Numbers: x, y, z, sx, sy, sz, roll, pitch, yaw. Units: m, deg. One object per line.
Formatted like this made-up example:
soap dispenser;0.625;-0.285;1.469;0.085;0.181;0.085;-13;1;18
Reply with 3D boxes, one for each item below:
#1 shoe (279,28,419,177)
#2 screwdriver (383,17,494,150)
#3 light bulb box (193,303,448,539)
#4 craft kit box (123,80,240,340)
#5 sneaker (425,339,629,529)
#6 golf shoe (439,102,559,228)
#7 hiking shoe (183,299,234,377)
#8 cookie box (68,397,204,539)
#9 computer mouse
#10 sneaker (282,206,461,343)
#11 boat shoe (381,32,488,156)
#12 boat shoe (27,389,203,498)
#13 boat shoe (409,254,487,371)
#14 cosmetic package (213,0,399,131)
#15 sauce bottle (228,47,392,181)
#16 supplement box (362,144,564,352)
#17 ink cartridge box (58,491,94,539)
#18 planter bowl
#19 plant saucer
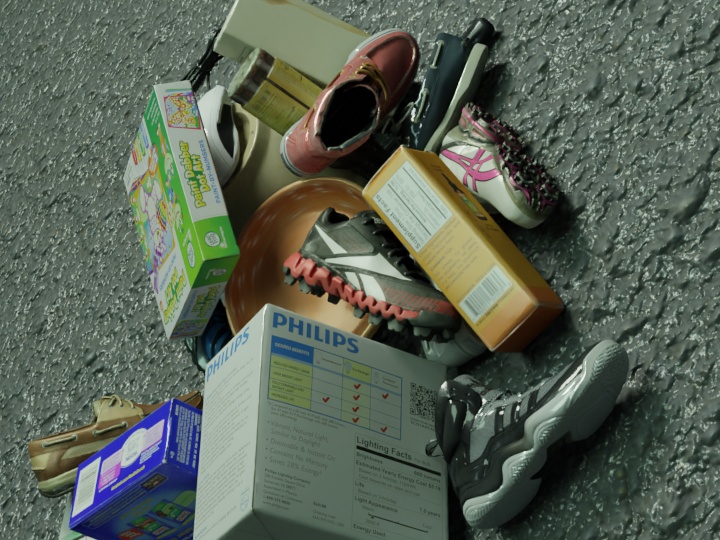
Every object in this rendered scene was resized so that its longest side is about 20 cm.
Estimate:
shoe;0.006;-0.173;1.674;0.200;0.072;0.091;-48;12;-23
screwdriver;0.076;-0.183;1.778;0.201;0.029;0.028;-54;35;24
light bulb box;-0.033;0.167;1.492;0.125;0.197;0.201;-42;36;45
craft kit box;-0.186;-0.058;1.732;0.200;0.048;0.199;122;131;-60
sneaker;0.131;0.113;1.423;0.200;0.075;0.114;-52;56;17
golf shoe;0.126;-0.080;1.598;0.092;0.072;0.200;-57;25;16
hiking shoe;-0.128;0.093;1.796;0.087;0.074;0.201;-38;51;19
cookie box;-0.144;0.218;1.593;0.171;0.199;0.076;-35;38;40
computer mouse;-0.168;-0.164;1.803;0.110;0.044;0.201;-42;38;26
sneaker;0.019;-0.001;1.553;0.200;0.071;0.099;25;91;38
boat shoe;0.065;-0.148;1.697;0.061;0.075;0.201;21;79;14
boat shoe;-0.262;0.171;1.815;0.199;0.074;0.076;-26;3;-17
boat shoe;0.070;0.011;1.609;0.068;0.072;0.201;-37;51;25
cosmetic package;-0.048;-0.227;1.782;0.072;0.199;0.105;-65;10;-8
sauce bottle;-0.041;-0.147;1.734;0.065;0.199;0.065;-48;17;20
supplement box;0.091;-0.020;1.523;0.069;0.066;0.200;-45;68;20
ink cartridge box;-0.253;0.317;1.772;0.144;0.084;0.201;-22;49;41
planter bowl;-0.099;-0.100;1.826;0.200;0.134;0.202;-31;44;36
plant saucer;-0.044;0.008;1.658;0.199;0.037;0.202;-11;69;30
